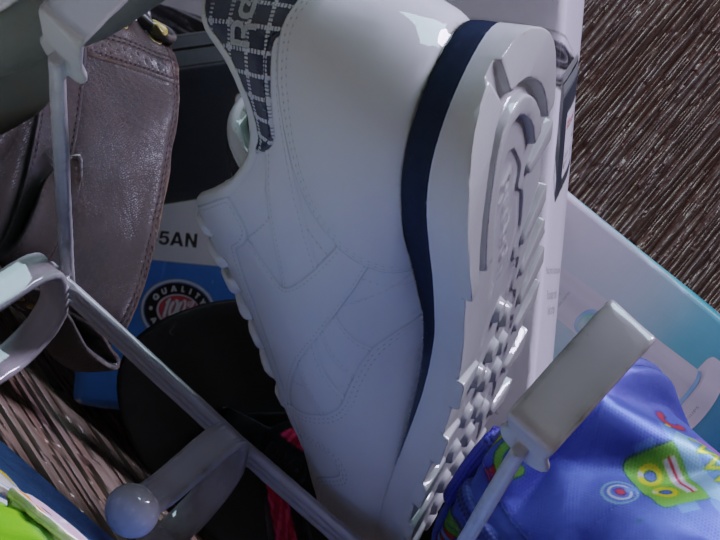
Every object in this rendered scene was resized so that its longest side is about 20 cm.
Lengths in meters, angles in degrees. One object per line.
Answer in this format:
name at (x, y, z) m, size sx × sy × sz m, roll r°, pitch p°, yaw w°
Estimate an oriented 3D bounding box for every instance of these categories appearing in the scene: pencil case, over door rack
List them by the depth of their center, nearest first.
over door rack at (-0.033, 0.028, 0.655) m, size 0.148 × 0.067 × 0.200 m, roll 40°, pitch -29°, yaw 8°
pencil case at (0.094, 0.108, 0.681) m, size 0.087 × 0.078 × 0.200 m, roll 10°, pitch 31°, yaw -44°

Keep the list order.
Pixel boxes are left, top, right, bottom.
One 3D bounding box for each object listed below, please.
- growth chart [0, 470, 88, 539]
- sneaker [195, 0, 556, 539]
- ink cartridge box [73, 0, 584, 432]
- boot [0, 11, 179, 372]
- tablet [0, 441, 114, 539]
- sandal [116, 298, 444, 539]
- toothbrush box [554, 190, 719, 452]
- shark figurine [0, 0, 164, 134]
growth chart at (-0.118, 0.021, 0.562) m, size 0.200 × 0.018 × 0.145 m, roll 34°, pitch 4°, yaw 23°
sneaker at (0.000, 0.000, 0.713) m, size 0.080 × 0.077 × 0.201 m, roll 18°, pitch -40°, yaw 12°
ink cartridge box at (-0.006, -0.052, 0.874) m, size 0.144 × 0.201 × 0.084 m, roll 5°, pitch 1°, yaw 7°
boot at (-0.114, -0.081, 0.769) m, size 0.069 × 0.201 × 0.174 m, roll 0°, pitch -9°, yaw 36°
tablet at (-0.030, 0.105, 0.611) m, size 0.200 × 0.014 × 0.130 m, roll 40°, pitch 4°, yaw 7°
sandal at (0.013, 0.081, 0.808) m, size 0.200 × 0.075 × 0.045 m, roll 43°, pitch 1°, yaw 2°
toothbrush box at (0.047, 0.038, 1.044) m, size 0.200 × 0.147 × 0.085 m, roll 35°, pitch 6°, yaw -37°
shark figurine at (-0.134, -0.073, 0.647) m, size 0.128 × 0.213 × 0.090 m, roll -39°, pitch -109°, yaw 58°
